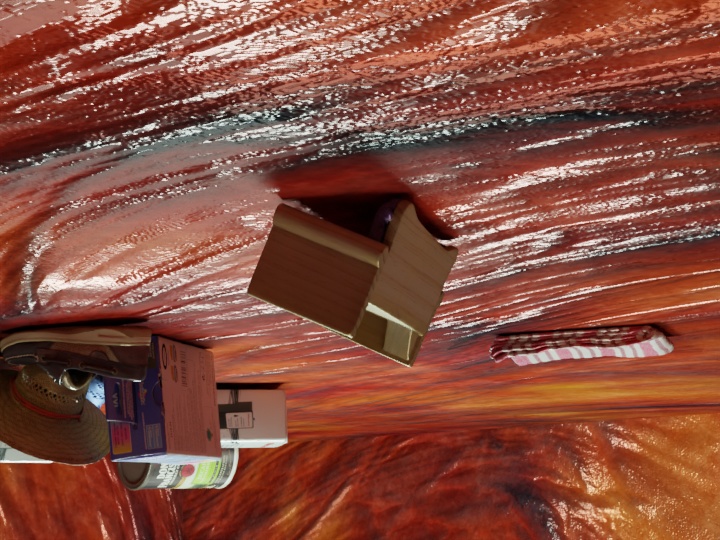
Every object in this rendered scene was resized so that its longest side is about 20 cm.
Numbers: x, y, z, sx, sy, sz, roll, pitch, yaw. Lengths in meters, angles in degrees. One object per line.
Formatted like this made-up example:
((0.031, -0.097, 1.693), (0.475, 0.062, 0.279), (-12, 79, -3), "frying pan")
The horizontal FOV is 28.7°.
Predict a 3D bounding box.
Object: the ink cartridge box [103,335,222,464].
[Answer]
((-0.234, 0.152, 1.629), (0.076, 0.138, 0.200), (-9, 169, 13), "ink cartridge box")

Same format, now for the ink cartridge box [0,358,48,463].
((-0.467, 0.161, 1.664), (0.146, 0.084, 0.199), (27, -169, 39), "ink cartridge box")

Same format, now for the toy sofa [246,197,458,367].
((0.000, 0.000, 0.995), (0.082, 0.098, 0.200), (22, 177, 17), "toy sofa")

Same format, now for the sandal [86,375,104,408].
((-0.343, 0.154, 1.782), (0.079, 0.088, 0.199), (8, 165, -37), "sandal")

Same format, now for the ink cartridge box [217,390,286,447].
((-0.221, 0.235, 2.221), (0.198, 0.084, 0.147), (2, 170, -12), "ink cartridge box")

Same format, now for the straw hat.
((-0.352, 0.130, 1.607), (0.200, 0.086, 0.201), (27, -165, -8), "straw hat")

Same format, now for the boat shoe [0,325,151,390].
((-0.306, 0.094, 1.495), (0.198, 0.066, 0.072), (-6, 171, 29), "boat shoe")

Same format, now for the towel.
((0.265, 0.093, 1.665), (0.198, 0.030, 0.146), (-5, 170, 21), "towel")

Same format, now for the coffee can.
((-0.362, 0.358, 2.778), (0.198, 0.148, 0.146), (6, 168, -37), "coffee can")
